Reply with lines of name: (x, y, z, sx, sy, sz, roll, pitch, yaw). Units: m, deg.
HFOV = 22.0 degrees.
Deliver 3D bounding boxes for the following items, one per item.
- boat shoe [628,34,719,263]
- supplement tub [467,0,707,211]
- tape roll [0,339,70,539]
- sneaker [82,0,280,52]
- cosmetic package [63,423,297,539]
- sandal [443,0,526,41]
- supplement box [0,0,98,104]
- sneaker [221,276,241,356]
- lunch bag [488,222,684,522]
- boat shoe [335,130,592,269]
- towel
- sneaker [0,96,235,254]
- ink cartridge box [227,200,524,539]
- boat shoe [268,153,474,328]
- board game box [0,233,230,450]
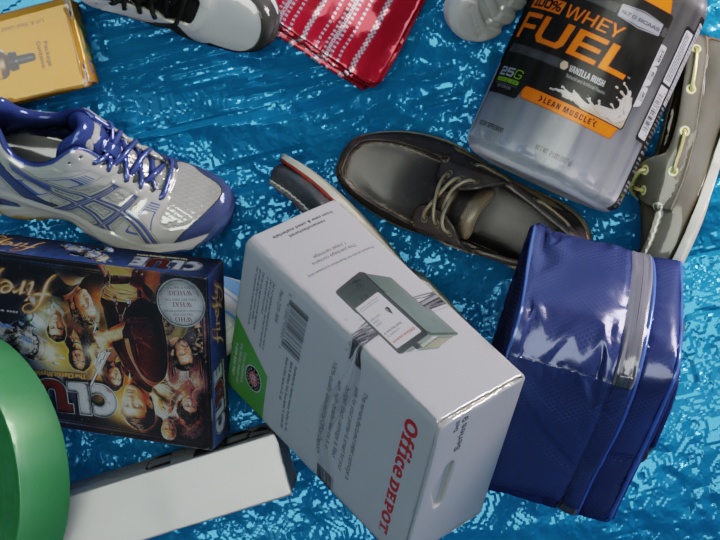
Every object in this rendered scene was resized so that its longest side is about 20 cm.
boat shoe: (0.229, -0.073, 1.348, 0.060, 0.072, 0.203, 22, 86, 1)
supplement tub: (0.167, -0.154, 1.318, 0.122, 0.123, 0.201, 24, 92, -1)
tape roll: (-0.289, 0.143, 1.315, 0.199, 0.048, 0.202, 4, 97, 39)
sneaker: (-0.154, -0.202, 1.331, 0.199, 0.080, 0.074, 24, 124, 3)
cosmetic package: (-0.148, 0.163, 1.354, 0.199, 0.083, 0.051, -17, 90, 1)
sandal: (0.125, -0.259, 1.348, 0.203, 0.082, 0.050, -48, 48, 4)
supplement box: (-0.295, -0.143, 1.350, 0.198, 0.069, 0.067, -13, 93, 3)
sneaker: (-0.172, 0.017, 1.364, 0.198, 0.073, 0.072, 14, 121, 11)
lunch bag: (0.155, 0.081, 1.298, 0.131, 0.136, 0.201, 15, 135, 1)
boat shoe: (0.078, -0.051, 1.347, 0.199, 0.073, 0.075, 20, 92, 0)
towel: (-0.037, -0.243, 1.366, 0.199, 0.022, 0.145, 32, 91, -1)
sneaker: (-0.185, -0.069, 1.327, 0.198, 0.088, 0.076, 9, 55, -7)
ink cartridge box: (0.005, 0.075, 1.264, 0.084, 0.147, 0.200, -25, 55, -34)
boat shoe: (0.000, 0.000, 1.354, 0.063, 0.071, 0.200, -44, 96, 5)
board game box: (-0.193, 0.049, 1.323, 0.198, 0.035, 0.137, 6, 115, 16)
